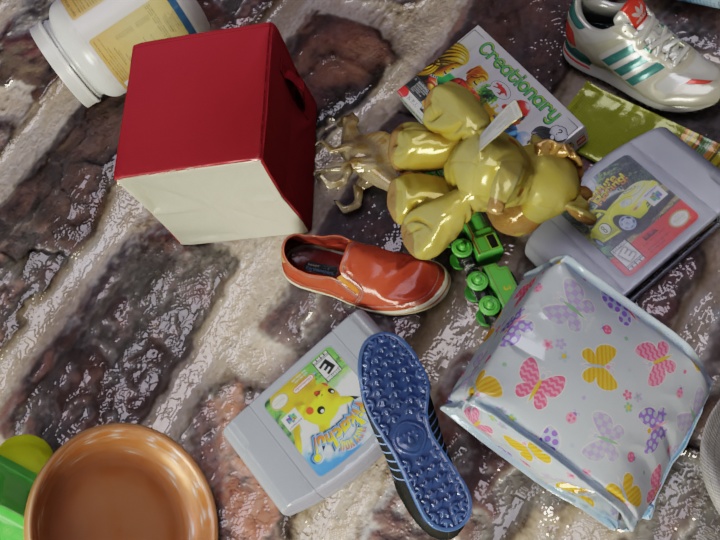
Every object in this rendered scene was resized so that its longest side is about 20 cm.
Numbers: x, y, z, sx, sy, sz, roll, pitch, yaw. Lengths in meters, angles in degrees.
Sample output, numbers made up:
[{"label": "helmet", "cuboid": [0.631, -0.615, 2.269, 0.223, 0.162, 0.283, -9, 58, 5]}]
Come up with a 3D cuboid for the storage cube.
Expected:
[{"label": "storage cube", "cuboid": [-0.160, -0.151, 1.018, 0.199, 0.171, 0.181, -6, 64, 14]}]

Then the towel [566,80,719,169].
[{"label": "towel", "cuboid": [0.307, -0.135, 0.954, 0.200, 0.018, 0.086, 35, 78, 28]}]

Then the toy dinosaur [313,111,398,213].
[{"label": "toy dinosaur", "cuboid": [0.006, -0.116, 1.015, 0.101, 0.058, 0.200, -36, 60, -4]}]

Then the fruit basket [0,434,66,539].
[{"label": "fruit basket", "cuboid": [-0.363, 0.254, 0.892, 0.215, 0.216, 0.156, 27, 77, 27]}]

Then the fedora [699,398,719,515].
[{"label": "fedora", "cuboid": [0.382, 0.177, 0.734, 0.200, 0.090, 0.177, 38, 81, 22]}]

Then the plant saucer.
[{"label": "plant saucer", "cuboid": [-0.229, 0.248, 0.847, 0.037, 0.200, 0.201, -30, 53, 40]}]

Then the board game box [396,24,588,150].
[{"label": "board game box", "cuboid": [0.147, -0.179, 1.009, 0.126, 0.035, 0.200, -39, 60, 3]}]

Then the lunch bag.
[{"label": "lunch bag", "cuboid": [0.202, 0.115, 0.799, 0.200, 0.127, 0.170, 34, 74, 0]}]

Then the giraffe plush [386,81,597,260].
[{"label": "giraffe plush", "cuboid": [0.143, -0.094, 0.880, 0.200, 0.162, 0.173, -20, 65, 51]}]

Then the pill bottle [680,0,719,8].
[{"label": "pill bottle", "cuboid": [0.386, -0.356, 0.986, 0.199, 0.109, 0.109, 20, 72, 25]}]

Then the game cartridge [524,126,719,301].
[{"label": "game cartridge", "cuboid": [0.274, -0.052, 0.904, 0.200, 0.041, 0.133, -41, 56, 0]}]

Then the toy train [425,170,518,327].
[{"label": "toy train", "cuboid": [0.119, -0.030, 0.940, 0.056, 0.042, 0.201, -18, 64, -8]}]

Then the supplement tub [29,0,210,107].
[{"label": "supplement tub", "cuboid": [-0.317, -0.324, 1.166, 0.200, 0.145, 0.145, -34, 60, -2]}]

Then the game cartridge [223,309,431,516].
[{"label": "game cartridge", "cuboid": [-0.031, 0.149, 0.908, 0.200, 0.040, 0.133, -42, 64, -6]}]

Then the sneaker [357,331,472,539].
[{"label": "sneaker", "cuboid": [0.045, 0.160, 0.840, 0.070, 0.078, 0.201, -16, 67, -11]}]

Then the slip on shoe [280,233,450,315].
[{"label": "slip on shoe", "cuboid": [0.000, 0.000, 0.957, 0.199, 0.061, 0.074, 12, 67, 21]}]

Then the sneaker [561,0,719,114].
[{"label": "sneaker", "cuboid": [0.309, -0.244, 0.959, 0.199, 0.094, 0.070, 33, 69, 29]}]
